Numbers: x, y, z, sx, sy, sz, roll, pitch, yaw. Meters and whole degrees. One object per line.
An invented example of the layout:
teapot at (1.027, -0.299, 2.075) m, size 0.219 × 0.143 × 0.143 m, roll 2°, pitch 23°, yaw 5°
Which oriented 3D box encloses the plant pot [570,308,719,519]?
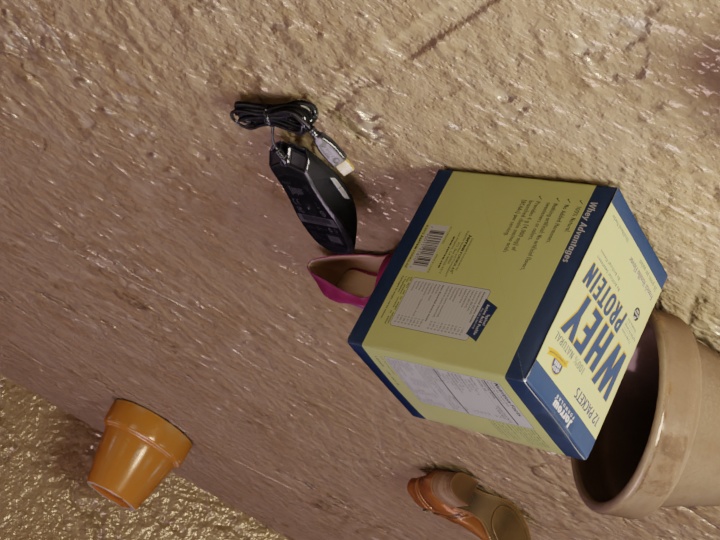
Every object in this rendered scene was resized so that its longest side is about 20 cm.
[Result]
plant pot at (0.319, 0.150, 1.234) m, size 0.172 × 0.203 × 0.200 m, roll 14°, pitch 161°, yaw -10°

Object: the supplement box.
supplement box at (0.134, 0.034, 1.157) m, size 0.198 × 0.202 × 0.134 m, roll 10°, pitch 152°, yaw 41°

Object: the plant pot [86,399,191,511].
plant pot at (-0.496, 0.412, 2.800) m, size 0.198 × 0.185 × 0.201 m, roll 25°, pitch 158°, yaw 11°

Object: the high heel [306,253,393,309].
high heel at (0.000, 0.000, 1.446) m, size 0.095 × 0.068 × 0.200 m, roll 30°, pitch 168°, yaw -8°

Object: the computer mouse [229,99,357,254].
computer mouse at (-0.037, -0.100, 1.298) m, size 0.140 × 0.046 × 0.201 m, roll 7°, pitch 137°, yaw 53°

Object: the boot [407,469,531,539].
boot at (0.171, 0.397, 2.069) m, size 0.199 × 0.077 × 0.155 m, roll 39°, pitch 155°, yaw -15°
